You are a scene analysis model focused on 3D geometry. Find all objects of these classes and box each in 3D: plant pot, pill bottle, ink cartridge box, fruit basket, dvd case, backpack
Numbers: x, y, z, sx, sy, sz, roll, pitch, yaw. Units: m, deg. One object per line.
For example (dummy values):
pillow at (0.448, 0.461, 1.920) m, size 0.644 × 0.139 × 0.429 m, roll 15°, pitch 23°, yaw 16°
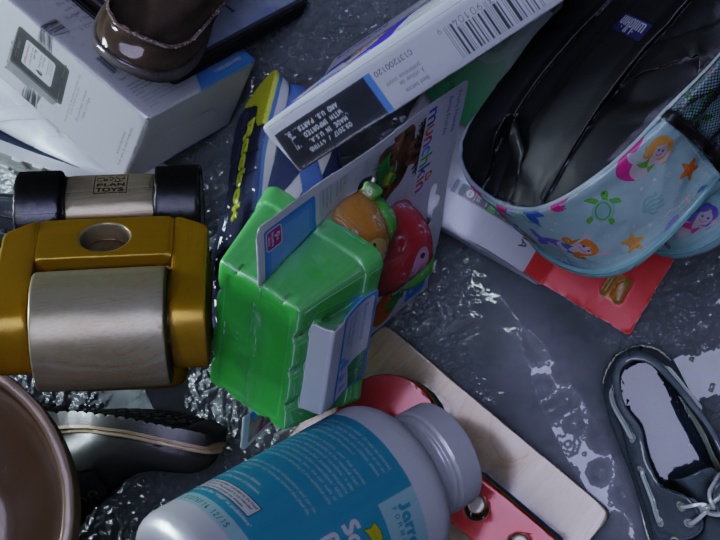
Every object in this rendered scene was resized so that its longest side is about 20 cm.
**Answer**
plant pot at (-0.264, 0.154, 1.062) m, size 0.200 × 0.093 × 0.201 m, roll -1°, pitch 76°, yaw 2°
pill bottle at (-0.024, 0.151, 1.035) m, size 0.200 × 0.111 × 0.111 m, roll -27°, pitch 76°, yaw -30°
ink cartridge box at (-0.187, -0.163, 1.204) m, size 0.200 × 0.116 × 0.067 m, roll 41°, pitch 135°, yaw 14°
ink cartridge box at (0.049, -0.151, 1.110) m, size 0.198 × 0.200 × 0.043 m, roll -32°, pitch 100°, yaw 21°
fruit basket at (0.000, 0.000, 1.073) m, size 0.094 × 0.185 × 0.200 m, roll 37°, pitch 49°, yaw 26°
dvd case at (-0.152, -0.217, 1.209) m, size 0.200 × 0.143 × 0.018 m, roll 40°, pitch 134°, yaw 13°
ink cartridge box at (0.131, -0.075, 1.170) m, size 0.200 × 0.050 × 0.161 m, roll 31°, pitch 90°, yaw 15°
backpack at (0.165, -0.091, 1.068) m, size 0.200 × 0.178 × 0.151 m, roll -46°, pitch 121°, yaw -4°

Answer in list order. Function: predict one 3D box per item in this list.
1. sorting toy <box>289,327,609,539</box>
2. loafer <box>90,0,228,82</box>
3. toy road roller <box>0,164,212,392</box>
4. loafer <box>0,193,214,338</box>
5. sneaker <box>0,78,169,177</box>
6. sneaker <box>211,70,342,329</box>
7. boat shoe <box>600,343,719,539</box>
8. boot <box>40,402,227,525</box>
sorting toy at (0.023, 0.172, 1.147) m, size 0.199 × 0.070 × 0.200 m, roll 40°, pitch 92°, yaw 13°
loafer at (-0.115, -0.198, 1.144) m, size 0.073 × 0.071 × 0.200 m, roll 26°, pitch 44°, yaw -1°
toy road roller at (-0.151, 0.031, 1.089) m, size 0.123 × 0.200 × 0.146 m, roll -3°, pitch 123°, yaw -2°
loafer at (-0.186, -0.001, 1.211) m, size 0.200 × 0.068 × 0.071 m, roll 18°, pitch 79°, yaw 9°
sneaker at (-0.198, -0.095, 1.227) m, size 0.200 × 0.076 × 0.081 m, roll 23°, pitch 78°, yaw 12°
sneaker at (-0.048, -0.033, 1.172) m, size 0.082 × 0.074 × 0.200 m, roll 18°, pitch 73°, yaw -23°
boat shoe at (0.208, 0.140, 1.118) m, size 0.073 × 0.062 × 0.200 m, roll -24°, pitch 79°, yaw 7°
boot at (-0.187, 0.162, 1.195) m, size 0.200 × 0.077 × 0.139 m, roll 1°, pitch 87°, yaw 25°
